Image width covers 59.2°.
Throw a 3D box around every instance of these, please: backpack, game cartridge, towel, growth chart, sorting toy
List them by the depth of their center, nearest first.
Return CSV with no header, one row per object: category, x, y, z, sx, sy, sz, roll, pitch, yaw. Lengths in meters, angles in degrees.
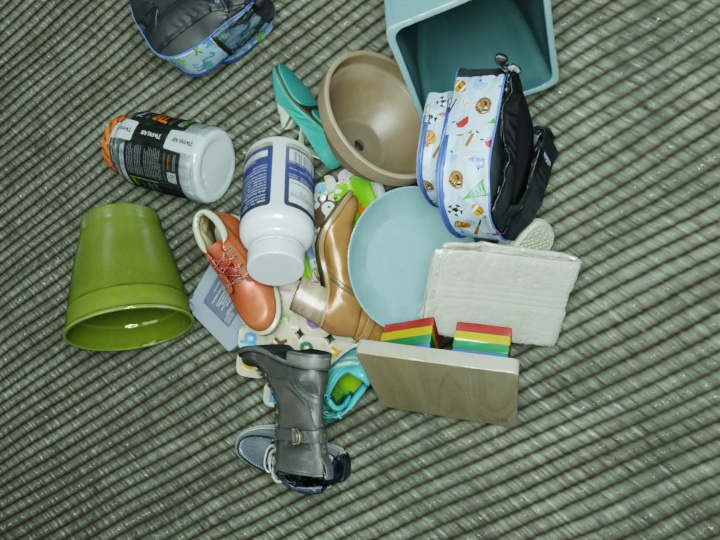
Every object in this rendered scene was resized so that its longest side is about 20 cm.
backpack,0.153,-0.138,0.811,0.151,0.199,0.195,-3,70,32
towel,0.180,0.032,0.838,0.195,0.035,0.135,7,117,-4
sorting toy,0.111,0.128,0.839,0.194,0.201,0.071,5,61,16
growth chart,-0.037,-0.074,0.983,0.198,0.018,0.147,-35,77,18
backpack,-0.246,-0.415,1.008,0.198,0.147,0.186,-32,77,11
game cartridge,-0.186,0.021,1.018,0.133,0.041,0.202,41,107,21

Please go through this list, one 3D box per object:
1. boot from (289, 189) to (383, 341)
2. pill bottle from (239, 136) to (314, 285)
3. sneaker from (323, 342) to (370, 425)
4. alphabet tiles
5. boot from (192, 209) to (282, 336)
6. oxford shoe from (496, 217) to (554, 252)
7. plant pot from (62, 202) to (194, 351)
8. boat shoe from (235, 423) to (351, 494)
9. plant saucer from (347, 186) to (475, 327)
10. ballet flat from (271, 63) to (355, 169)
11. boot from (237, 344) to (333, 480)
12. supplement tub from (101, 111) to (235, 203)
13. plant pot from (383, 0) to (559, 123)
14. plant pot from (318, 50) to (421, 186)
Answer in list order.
boot,0.000,0.000,0.923,0.152,0.077,0.204,23,77,-8
pill bottle,-0.121,-0.085,0.927,0.109,0.111,0.204,-15,54,19
sneaker,-0.047,0.183,0.920,0.077,0.080,0.200,37,118,-9
alphabet tiles,-0.094,0.116,0.975,0.190,0.015,0.206,7,99,6
boot,-0.184,0.002,0.926,0.074,0.107,0.203,-31,73,10
oxford shoe,0.191,0.009,0.880,0.074,0.058,0.202,25,109,-25
plant pot,-0.382,0.005,1.030,0.196,0.200,0.197,-20,70,18
boat shoe,-0.118,0.284,0.960,0.195,0.092,0.077,3,89,20
plant saucer,0.070,-0.014,0.896,0.196,0.039,0.207,0,91,-19
ballet flat,-0.089,-0.234,0.988,0.201,0.067,0.071,50,118,17
boot,-0.111,0.197,0.895,0.197,0.068,0.179,1,88,45
supplement tub,-0.314,-0.188,1.037,0.196,0.122,0.126,15,93,19
plant pot,0.135,-0.352,0.841,0.191,0.197,0.204,-16,60,14
plant pot,0.018,-0.201,0.908,0.092,0.198,0.205,-37,73,53
